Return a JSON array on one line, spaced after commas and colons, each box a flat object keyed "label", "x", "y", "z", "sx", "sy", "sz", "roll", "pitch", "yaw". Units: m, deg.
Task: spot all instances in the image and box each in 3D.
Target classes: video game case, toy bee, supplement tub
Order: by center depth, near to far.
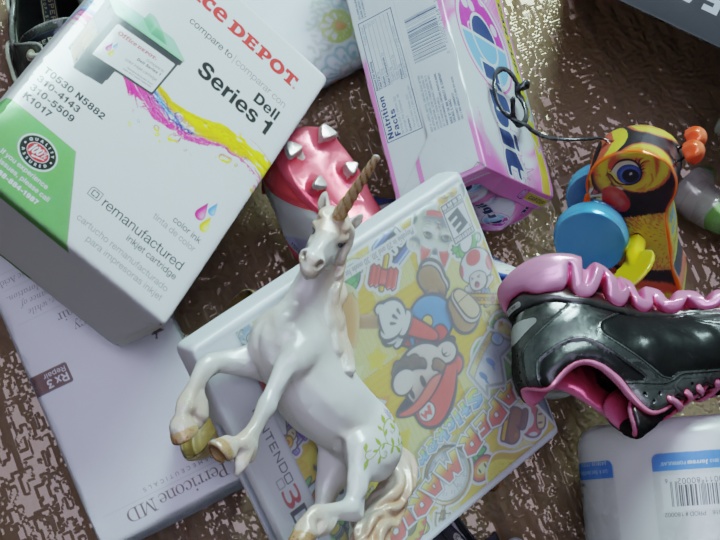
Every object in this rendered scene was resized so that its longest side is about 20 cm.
[{"label": "video game case", "x": 0.014, "y": 0.070, "z": 0.710, "sx": 0.199, "sy": 0.023, "sz": 0.183, "roll": -34, "pitch": 111, "yaw": -28}, {"label": "supplement tub", "x": 0.206, "y": 0.193, "z": 0.764, "sx": 0.130, "sy": 0.132, "sz": 0.202, "roll": -3, "pitch": 80, "yaw": -4}, {"label": "toy bee", "x": 0.171, "y": -0.041, "z": 0.779, "sx": 0.108, "sy": 0.200, "sz": 0.132, "roll": -14, "pitch": 49, "yaw": 29}]

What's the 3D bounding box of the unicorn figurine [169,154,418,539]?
[{"label": "unicorn figurine", "x": -0.026, "y": 0.060, "z": 0.635, "sx": 0.073, "sy": 0.201, "sz": 0.137, "roll": 11, "pitch": 46, "yaw": 40}]

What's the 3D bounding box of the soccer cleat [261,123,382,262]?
[{"label": "soccer cleat", "x": 0.000, "y": 0.000, "z": 0.791, "sx": 0.066, "sy": 0.077, "sz": 0.201, "roll": -27, "pitch": 79, "yaw": -28}]

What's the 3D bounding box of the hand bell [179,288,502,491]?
[{"label": "hand bell", "x": 0.001, "y": 0.097, "z": 0.752, "sx": 0.198, "sy": 0.104, "sz": 0.105, "roll": 24, "pitch": 78, "yaw": -20}]

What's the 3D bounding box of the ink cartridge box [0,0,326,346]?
[{"label": "ink cartridge box", "x": -0.133, "y": -0.081, "z": 0.739, "sx": 0.145, "sy": 0.084, "sz": 0.201, "roll": 40, "pitch": 60, "yaw": -17}]

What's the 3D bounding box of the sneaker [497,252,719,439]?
[{"label": "sneaker", "x": 0.173, "y": 0.058, "z": 0.722, "sx": 0.198, "sy": 0.079, "sz": 0.096, "roll": 10, "pitch": 58, "yaw": -9}]

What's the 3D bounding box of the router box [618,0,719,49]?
[{"label": "router box", "x": 0.236, "y": -0.178, "z": 0.823, "sx": 0.198, "sy": 0.157, "sz": 0.053, "roll": 26, "pitch": 107, "yaw": 1}]

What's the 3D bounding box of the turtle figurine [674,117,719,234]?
[{"label": "turtle figurine", "x": 0.319, "y": -0.030, "z": 0.821, "sx": 0.200, "sy": 0.144, "sz": 0.194, "roll": -41, "pitch": 68, "yaw": -16}]

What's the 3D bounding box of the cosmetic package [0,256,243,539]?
[{"label": "cosmetic package", "x": -0.156, "y": 0.067, "z": 0.798, "sx": 0.101, "sy": 0.074, "sz": 0.201, "roll": -26, "pitch": 80, "yaw": -9}]

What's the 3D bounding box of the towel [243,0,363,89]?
[{"label": "towel", "x": -0.097, "y": -0.200, "z": 0.867, "sx": 0.170, "sy": 0.048, "sz": 0.201, "roll": -28, "pitch": 82, "yaw": -5}]

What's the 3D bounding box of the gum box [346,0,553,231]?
[{"label": "gum box", "x": 0.057, "y": -0.128, "z": 0.810, "sx": 0.066, "sy": 0.113, "sz": 0.202, "roll": -21, "pitch": 73, "yaw": 28}]

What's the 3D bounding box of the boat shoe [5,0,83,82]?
[{"label": "boat shoe", "x": -0.198, "y": -0.132, "z": 0.807, "sx": 0.070, "sy": 0.064, "sz": 0.201, "roll": -17, "pitch": 62, "yaw": -9}]

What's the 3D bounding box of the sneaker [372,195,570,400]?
[{"label": "sneaker", "x": 0.073, "y": 0.008, "z": 0.815, "sx": 0.199, "sy": 0.088, "sz": 0.076, "roll": 32, "pitch": 81, "yaw": 5}]

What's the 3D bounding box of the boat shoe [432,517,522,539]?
[{"label": "boat shoe", "x": 0.077, "y": 0.188, "z": 0.788, "sx": 0.200, "sy": 0.073, "sz": 0.063, "roll": 43, "pitch": 80, "yaw": 11}]
